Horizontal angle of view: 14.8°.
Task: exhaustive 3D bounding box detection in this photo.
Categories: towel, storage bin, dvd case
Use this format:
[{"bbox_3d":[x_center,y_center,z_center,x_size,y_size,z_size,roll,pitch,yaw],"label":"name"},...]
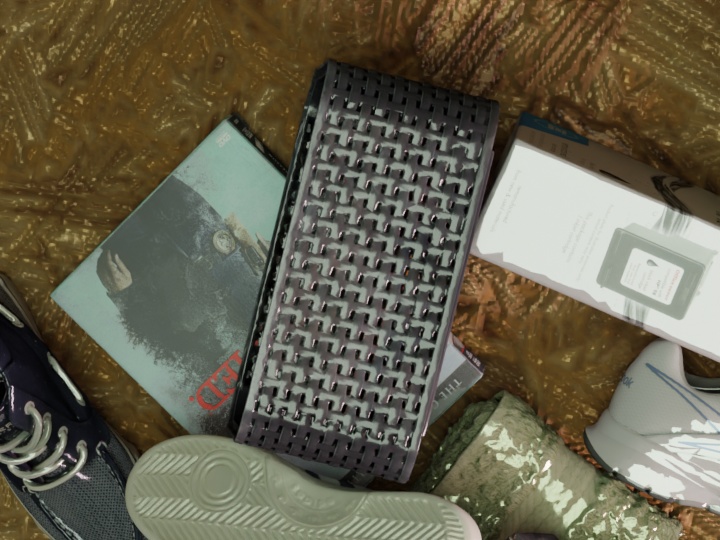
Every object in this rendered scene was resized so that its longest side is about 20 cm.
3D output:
[{"bbox_3d":[0.071,0.180,1.539,0.148,0.036,0.200,37,103,-3],"label":"towel"},{"bbox_3d":[0.000,0.000,1.437,0.094,0.135,0.200,15,89,-5],"label":"storage bin"},{"bbox_3d":[-0.051,0.033,1.530,0.146,0.022,0.200,-43,96,12],"label":"dvd case"}]

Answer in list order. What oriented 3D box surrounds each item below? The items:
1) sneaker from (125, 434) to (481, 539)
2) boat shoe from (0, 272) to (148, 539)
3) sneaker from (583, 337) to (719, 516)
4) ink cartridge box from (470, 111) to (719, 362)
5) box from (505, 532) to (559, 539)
[{"bbox_3d":[-0.026,0.142,1.460,0.200,0.085,0.075,14,75,21],"label":"sneaker"},{"bbox_3d":[-0.182,0.093,1.518,0.075,0.093,0.200,-34,96,11],"label":"boat shoe"},{"bbox_3d":[0.224,0.104,1.492,0.200,0.075,0.087,25,98,0],"label":"sneaker"},{"bbox_3d":[0.161,-0.009,1.452,0.200,0.116,0.067,23,102,0],"label":"ink cartridge box"},{"bbox_3d":[0.081,0.265,1.477,0.200,0.049,0.161,-51,58,19],"label":"box"}]
